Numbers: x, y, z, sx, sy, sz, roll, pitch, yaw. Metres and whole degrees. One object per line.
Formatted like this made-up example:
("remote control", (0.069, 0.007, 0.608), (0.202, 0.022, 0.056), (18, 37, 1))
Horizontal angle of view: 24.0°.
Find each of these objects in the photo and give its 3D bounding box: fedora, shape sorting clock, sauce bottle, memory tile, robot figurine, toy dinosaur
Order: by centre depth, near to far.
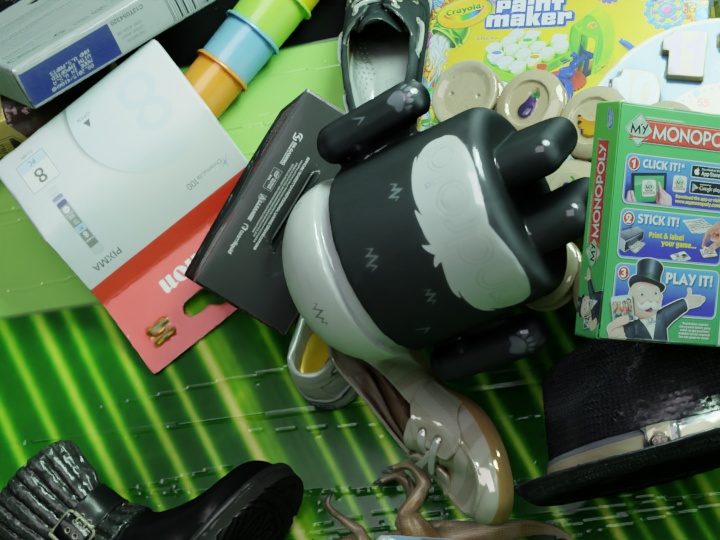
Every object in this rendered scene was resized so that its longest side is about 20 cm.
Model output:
("robot figurine", (0.048, -0.023, 1.035), (0.199, 0.125, 0.151), (-24, 59, 23))
("fedora", (0.186, 0.083, 1.069), (0.199, 0.201, 0.092), (-16, 76, 10))
("shape sorting clock", (0.236, -0.071, 1.079), (0.198, 0.039, 0.201), (-2, 67, 5))
("memory tile", (0.114, -0.053, 1.087), (0.199, 0.017, 0.154), (17, 82, 36))
("toy dinosaur", (0.039, 0.184, 1.159), (0.199, 0.058, 0.102), (-24, 78, 6))
("sauce bottle", (-0.285, -0.118, 1.378), (0.199, 0.065, 0.065), (-19, 62, 10))

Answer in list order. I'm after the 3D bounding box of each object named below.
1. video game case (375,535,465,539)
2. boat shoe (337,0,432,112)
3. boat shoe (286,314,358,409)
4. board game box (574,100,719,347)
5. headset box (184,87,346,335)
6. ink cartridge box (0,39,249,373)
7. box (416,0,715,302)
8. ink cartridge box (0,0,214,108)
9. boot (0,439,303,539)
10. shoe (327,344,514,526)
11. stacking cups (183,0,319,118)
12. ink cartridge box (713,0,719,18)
("video game case", (0.097, 0.271, 1.064), (0.181, 0.023, 0.201), (6, 66, -12))
("boat shoe", (0.020, -0.178, 1.313), (0.075, 0.060, 0.201), (-13, 64, 11))
("boat shoe", (0.000, 0.000, 1.233), (0.071, 0.070, 0.201), (21, 74, 24))
("board game box", (0.223, -0.022, 0.996), (0.199, 0.029, 0.136), (5, 91, -24))
("headset box", (-0.053, -0.039, 1.181), (0.077, 0.200, 0.149), (31, 87, -6))
("ink cartridge box", (-0.158, -0.049, 1.288), (0.160, 0.047, 0.200), (-38, 77, -1))
("box", (0.149, -0.087, 1.197), (0.199, 0.122, 0.194), (1, 68, 18))
("ink cartridge box", (-0.215, -0.205, 1.358), (0.196, 0.043, 0.200), (-34, 24, -15))
("boot", (-0.159, 0.171, 1.200), (0.211, 0.079, 0.158), (-41, 62, -3))
("shoe", (0.038, 0.100, 1.129), (0.053, 0.070, 0.200), (-11, 39, -23))
("stacking cups", (-0.094, -0.173, 1.353), (0.060, 0.061, 0.201), (33, 84, 27))
("ink cartridge box", (0.234, -0.252, 1.268), (0.199, 0.084, 0.146), (6, 68, 19))
